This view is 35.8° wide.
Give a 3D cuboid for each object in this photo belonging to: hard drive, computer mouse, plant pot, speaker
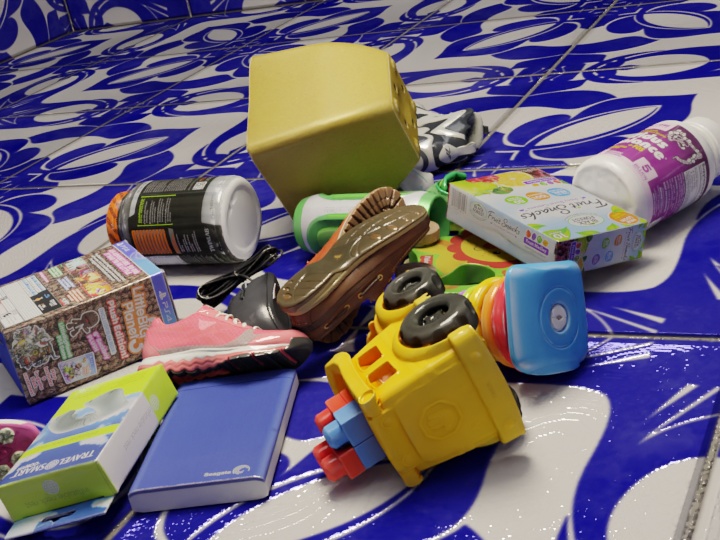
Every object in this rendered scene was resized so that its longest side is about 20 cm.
[{"bbox_3d":[-0.140,0.164,1.109,0.131,0.025,0.200,-8,23,9],"label":"hard drive"},{"bbox_3d":[-0.152,0.049,1.319,0.140,0.046,0.200,-32,34,14],"label":"computer mouse"},{"bbox_3d":[-0.027,-0.201,1.559,0.199,0.194,0.196,-17,48,15],"label":"plant pot"},{"bbox_3d":[0.013,-0.062,1.470,0.199,0.089,0.088,1,26,28],"label":"speaker"}]

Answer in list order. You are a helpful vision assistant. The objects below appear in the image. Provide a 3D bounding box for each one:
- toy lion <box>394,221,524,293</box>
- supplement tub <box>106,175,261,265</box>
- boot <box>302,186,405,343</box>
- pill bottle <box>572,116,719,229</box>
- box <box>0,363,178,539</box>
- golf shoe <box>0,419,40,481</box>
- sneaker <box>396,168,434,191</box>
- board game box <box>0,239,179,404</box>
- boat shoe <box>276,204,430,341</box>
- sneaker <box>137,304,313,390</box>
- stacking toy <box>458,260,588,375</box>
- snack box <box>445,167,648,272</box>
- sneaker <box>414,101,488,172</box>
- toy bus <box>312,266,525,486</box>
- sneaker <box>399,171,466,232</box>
[{"bbox_3d":[0.142,-0.006,1.322,0.191,0.069,0.200,-1,25,7],"label":"toy lion"},{"bbox_3d":[-0.251,-0.069,1.577,0.199,0.123,0.123,-1,26,24],"label":"supplement tub"},{"bbox_3d":[-0.024,-0.014,1.315,0.200,0.075,0.107,-57,25,-11],"label":"boot"},{"bbox_3d":[0.368,-0.121,1.390,0.200,0.113,0.112,-27,27,-30],"label":"pill bottle"},{"bbox_3d":[-0.270,0.174,1.101,0.122,0.048,0.200,-18,20,19],"label":"box"},{"bbox_3d":[-0.427,0.190,1.141,0.199,0.076,0.092,-17,20,-12],"label":"golf shoe"},{"bbox_3d":[0.031,-0.135,1.666,0.080,0.071,0.200,-21,32,-32],"label":"sneaker"},{"bbox_3d":[-0.344,0.057,1.366,0.199,0.097,0.159,-22,25,-22],"label":"board game box"},{"bbox_3d":[0.000,0.000,1.234,0.200,0.068,0.072,-38,28,-17],"label":"boat shoe"},{"bbox_3d":[-0.151,0.074,1.214,0.199,0.074,0.087,-8,64,11],"label":"sneaker"},{"bbox_3d":[0.128,0.052,1.153,0.116,0.110,0.200,-4,0,-42],"label":"stacking toy"},{"bbox_3d":[0.217,-0.061,1.323,0.142,0.053,0.200,-13,30,-30],"label":"snack box"},{"bbox_3d":[0.138,-0.224,1.787,0.129,0.080,0.199,-10,23,4],"label":"sneaker"},{"bbox_3d":[0.032,0.110,1.040,0.192,0.136,0.200,-32,23,-3],"label":"toy bus"},{"bbox_3d":[0.119,-0.095,1.494,0.199,0.084,0.074,8,31,41],"label":"sneaker"}]
